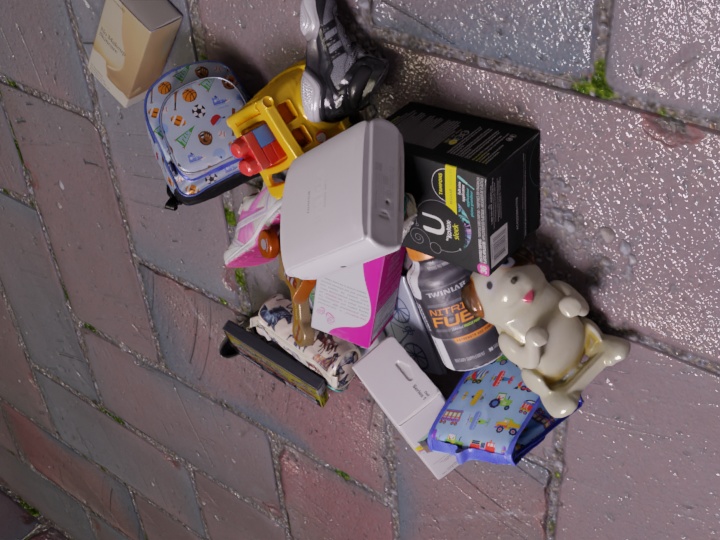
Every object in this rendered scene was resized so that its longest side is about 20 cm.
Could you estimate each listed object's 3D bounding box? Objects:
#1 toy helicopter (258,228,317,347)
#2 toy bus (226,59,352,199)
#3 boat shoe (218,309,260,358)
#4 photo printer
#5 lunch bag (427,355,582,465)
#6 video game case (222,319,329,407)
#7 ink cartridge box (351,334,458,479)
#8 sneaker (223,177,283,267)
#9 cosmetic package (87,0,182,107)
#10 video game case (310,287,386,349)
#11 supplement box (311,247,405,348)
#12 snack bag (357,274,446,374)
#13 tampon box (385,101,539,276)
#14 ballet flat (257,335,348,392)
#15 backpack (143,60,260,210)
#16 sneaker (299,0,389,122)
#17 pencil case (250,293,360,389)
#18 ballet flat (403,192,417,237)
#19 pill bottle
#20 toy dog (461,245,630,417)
[{"bbox_3d":[-0.090,0.022,1.495,0.132,0.079,0.200,8,106,57],"label":"toy helicopter"},{"bbox_3d":[-0.095,-0.168,1.349,0.136,0.192,0.200,-15,111,49],"label":"toy bus"},{"bbox_3d":[-0.212,0.128,1.838,0.067,0.057,0.200,52,144,-4],"label":"boat shoe"},{"bbox_3d":[-0.031,-0.080,1.187,0.200,0.069,0.167,-19,63,51],"label":"photo printer"},{"bbox_3d":[0.196,0.203,1.365,0.150,0.200,0.094,4,124,45],"label":"lunch bag"},{"bbox_3d":[-0.148,0.170,1.716,0.200,0.026,0.181,31,166,10],"label":"video game case"},{"bbox_3d":[0.085,0.215,1.497,0.145,0.084,0.200,48,174,41],"label":"ink cartridge box"},{"bbox_3d":[-0.164,-0.078,1.581,0.200,0.081,0.088,-43,60,33],"label":"sneaker"},{"bbox_3d":[-0.369,-0.369,1.552,0.105,0.071,0.200,46,143,5],"label":"cosmetic package"},{"bbox_3d":[-0.050,0.035,1.593,0.182,0.024,0.200,7,123,47],"label":"video game case"},{"bbox_3d":[0.000,0.000,1.431,0.101,0.103,0.200,20,124,16],"label":"supplement box"},{"bbox_3d":[0.039,0.084,1.573,0.200,0.021,0.189,2,122,48],"label":"snack bag"},{"bbox_3d":[0.113,-0.110,1.237,0.200,0.126,0.150,20,134,34],"label":"tampon box"},{"bbox_3d":[-0.096,0.146,1.737,0.200,0.072,0.072,28,138,22],"label":"ballet flat"},{"bbox_3d":[-0.239,-0.217,1.453,0.191,0.200,0.154,62,164,8],"label":"backpack"},{"bbox_3d":[-0.018,-0.295,1.259,0.114,0.075,0.200,2,100,7],"label":"sneaker"},{"bbox_3d":[-0.090,0.121,1.616,0.200,0.089,0.078,33,140,27],"label":"pencil case"},{"bbox_3d":[0.019,-0.056,1.236,0.200,0.072,0.072,-8,115,53],"label":"ballet flat"},{"bbox_3d":[0.132,0.034,1.362,0.106,0.106,0.200,-3,120,47],"label":"pill bottle"},{"bbox_3d":[0.229,0.058,1.262,0.200,0.140,0.194,48,-177,-21],"label":"toy dog"}]
